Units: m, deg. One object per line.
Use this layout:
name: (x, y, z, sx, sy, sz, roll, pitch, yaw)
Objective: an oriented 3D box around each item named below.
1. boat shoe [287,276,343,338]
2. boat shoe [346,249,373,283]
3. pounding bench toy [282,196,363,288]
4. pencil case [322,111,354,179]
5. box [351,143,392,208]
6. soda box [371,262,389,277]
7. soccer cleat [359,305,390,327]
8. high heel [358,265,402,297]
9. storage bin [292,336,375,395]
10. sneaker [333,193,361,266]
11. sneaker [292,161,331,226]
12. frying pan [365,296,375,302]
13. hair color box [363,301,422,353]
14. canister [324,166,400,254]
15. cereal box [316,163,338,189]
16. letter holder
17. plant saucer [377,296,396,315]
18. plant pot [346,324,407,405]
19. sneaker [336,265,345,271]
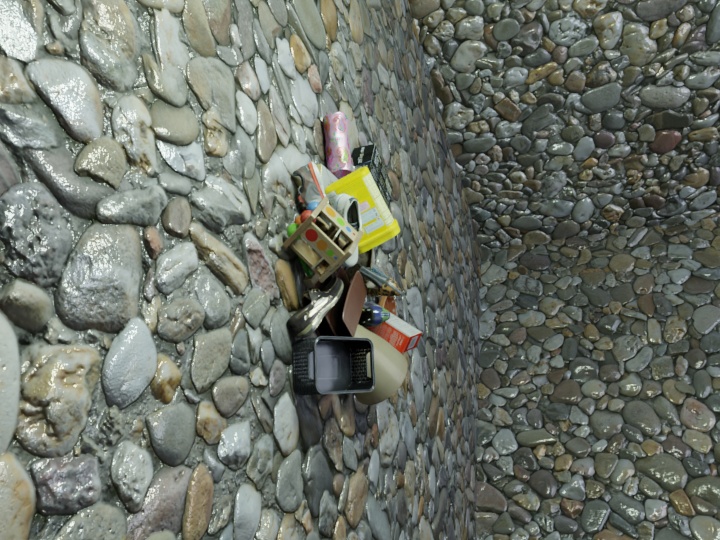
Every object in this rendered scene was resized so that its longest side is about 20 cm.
boat shoe: (-0.111, 0.079, 1.407, 0.073, 0.074, 0.201, 45, 51, -13)
boat shoe: (0.000, 0.000, 1.709, 0.065, 0.071, 0.203, 172, -68, -72)
pounding bench toy: (-0.123, -0.063, 1.427, 0.156, 0.200, 0.125, 42, 30, -10)
pencil case: (-0.067, -0.375, 1.696, 0.087, 0.086, 0.203, 17, 64, -66)
box: (0.035, -0.304, 1.936, 0.201, 0.085, 0.165, 62, 30, -43)
soda box: (0.042, 0.020, 1.848, 0.069, 0.063, 0.200, 53, 10, 25)
soccer cleat: (0.020, 0.141, 1.639, 0.083, 0.200, 0.066, 3, 81, -24)
high heel: (0.077, 0.064, 1.660, 0.072, 0.142, 0.200, -55, 154, -9)
storage bin: (-0.065, 0.240, 1.400, 0.198, 0.093, 0.137, 8, 74, -42)
sneaker: (-0.031, -0.101, 1.488, 0.072, 0.070, 0.203, -21, 115, -31)
sneaker: (-0.131, -0.185, 1.502, 0.077, 0.081, 0.202, -151, -137, -78)
frying pan: (0.011, 0.093, 1.830, 0.190, 0.031, 0.117, 25, 59, -68)
hair color box: (0.081, 0.173, 1.729, 0.101, 0.199, 0.062, -5, 123, -60)
canister: (0.004, -0.168, 1.558, 0.201, 0.147, 0.087, 61, 8, -19)
cereal box: (-0.089, -0.209, 1.651, 0.200, 0.039, 0.146, 29, 58, -65)
letter holder: (-0.065, 0.073, 1.542, 0.201, 0.099, 0.143, -72, 145, -48)
plant saucer: (0.086, 0.178, 1.947, 0.200, 0.032, 0.203, 3, 90, -72)
plant pot: (0.006, 0.247, 1.592, 0.201, 0.186, 0.188, 51, 35, -28)
sneaker: (-0.031, -0.075, 1.674, 0.201, 0.073, 0.088, -55, 151, -29)
